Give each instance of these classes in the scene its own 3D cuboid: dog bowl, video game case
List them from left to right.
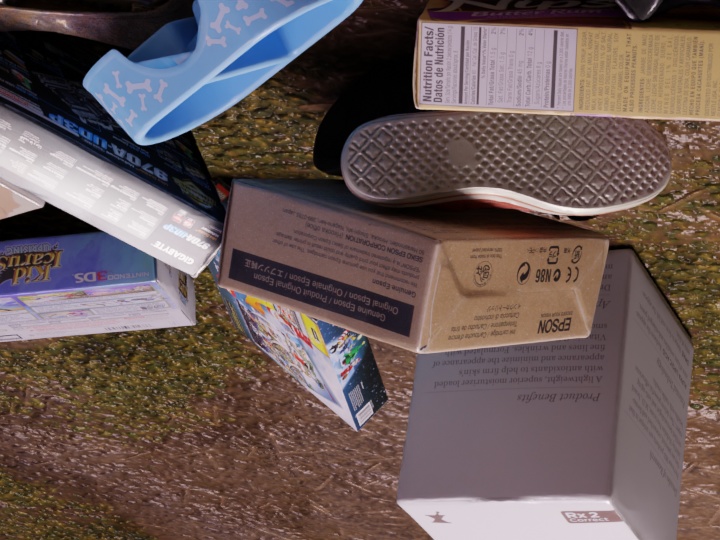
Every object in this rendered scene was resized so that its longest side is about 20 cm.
[{"bbox_3d":[-0.235,0.014,1.799,0.200,0.046,0.181,-5,169,4],"label":"video game case"},{"bbox_3d":[-0.076,-0.137,1.414,0.200,0.050,0.111,-33,173,38],"label":"dog bowl"}]

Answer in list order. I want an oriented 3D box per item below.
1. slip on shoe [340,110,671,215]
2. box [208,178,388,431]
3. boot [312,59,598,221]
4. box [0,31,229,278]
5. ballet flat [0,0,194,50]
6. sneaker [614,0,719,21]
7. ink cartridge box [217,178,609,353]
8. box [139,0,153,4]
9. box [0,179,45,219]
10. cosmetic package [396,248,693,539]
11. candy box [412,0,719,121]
[{"bbox_3d":[0.088,-0.067,1.462,0.200,0.074,0.061,-2,175,0],"label":"slip on shoe"},{"bbox_3d":[-0.052,0.028,1.780,0.137,0.038,0.200,40,166,24],"label":"box"},{"bbox_3d":[0.081,-0.082,1.551,0.151,0.073,0.200,31,140,-34],"label":"boot"},{"bbox_3d":[-0.184,-0.093,1.519,0.200,0.159,0.046,28,112,-35],"label":"box"},{"bbox_3d":[-0.194,-0.179,1.452,0.200,0.068,0.067,5,152,-16],"label":"ballet flat"},{"bbox_3d":[0.142,-0.183,1.299,0.200,0.088,0.074,12,155,-7],"label":"sneaker"},{"bbox_3d":[0.035,-0.006,1.527,0.165,0.075,0.200,16,-169,36],"label":"ink cartridge box"},{"bbox_3d":[-0.124,-0.231,1.329,0.158,0.050,0.200,24,151,-30],"label":"box"},{"bbox_3d":[-0.311,-0.077,1.680,0.200,0.078,0.095,-14,147,40],"label":"box"},{"bbox_3d":[0.141,0.111,1.783,0.165,0.200,0.165,-3,152,24],"label":"cosmetic package"},{"bbox_3d":[0.134,-0.125,1.376,0.200,0.057,0.117,4,-164,6],"label":"candy box"}]
